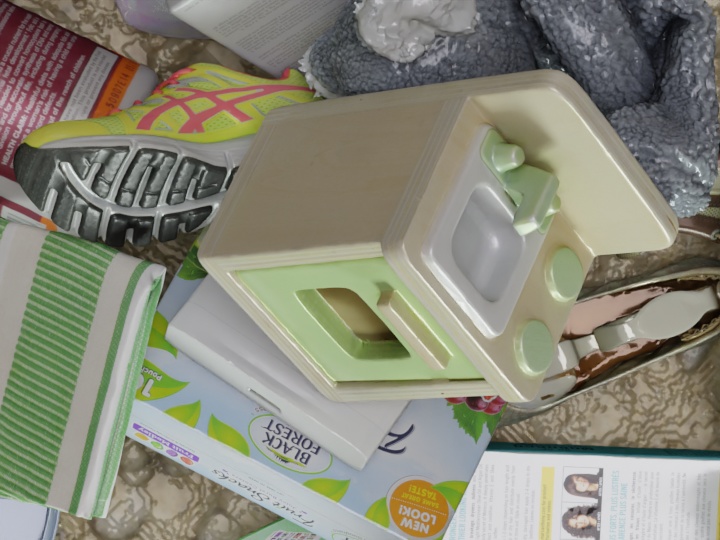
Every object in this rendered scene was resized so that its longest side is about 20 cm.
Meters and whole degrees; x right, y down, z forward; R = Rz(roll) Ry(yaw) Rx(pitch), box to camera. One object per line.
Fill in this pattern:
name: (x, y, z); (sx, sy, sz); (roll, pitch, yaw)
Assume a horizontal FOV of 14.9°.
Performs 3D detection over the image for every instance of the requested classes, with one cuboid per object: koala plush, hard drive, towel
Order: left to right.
towel: (-0.204, 0.047, 1.526); (0.200, 0.023, 0.153); (12, 88, 33)
hard drive: (0.000, 0.000, 1.540); (0.132, 0.027, 0.200); (33, 61, 7)
koala plush: (0.074, -0.118, 1.472); (0.199, 0.177, 0.184); (2, 85, -12)

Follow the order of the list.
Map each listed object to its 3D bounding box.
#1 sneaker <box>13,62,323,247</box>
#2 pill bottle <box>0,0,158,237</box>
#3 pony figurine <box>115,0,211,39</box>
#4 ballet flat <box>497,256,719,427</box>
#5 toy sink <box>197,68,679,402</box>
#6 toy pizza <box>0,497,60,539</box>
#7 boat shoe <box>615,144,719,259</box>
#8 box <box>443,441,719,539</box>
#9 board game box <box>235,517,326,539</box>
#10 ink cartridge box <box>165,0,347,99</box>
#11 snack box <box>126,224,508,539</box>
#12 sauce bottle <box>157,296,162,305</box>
sneaker: (-0.100, -0.072, 1.504); (0.200, 0.078, 0.090); (-3, 53, -30)
pill bottle: (-0.226, -0.104, 1.563); (0.200, 0.114, 0.114); (26, 89, -4)
pony figurine: (-0.138, -0.217, 1.547); (0.193, 0.200, 0.167); (-8, 84, -19)
ballet flat: (0.133, 0.039, 1.612); (0.200, 0.062, 0.068); (-23, 92, -3)
toy sink: (0.039, -0.010, 1.405); (0.130, 0.200, 0.112); (49, 52, -35)
toy pizza: (-0.274, 0.127, 1.604); (0.200, 0.032, 0.201); (0, 92, -4)
boat shoe: (0.156, -0.042, 1.609); (0.202, 0.075, 0.075); (7, 103, 1)
box: (0.120, 0.145, 1.618); (0.199, 0.049, 0.083); (3, 92, -3)
board game box: (-0.038, 0.213, 1.589); (0.200, 0.029, 0.135); (-26, 85, 12)
ink cartridge box: (0.002, -0.169, 1.532); (0.162, 0.200, 0.050); (-30, 65, 19)
snack box: (-0.024, 0.067, 1.545); (0.200, 0.053, 0.142); (27, 61, 2)
sauce bottle: (-0.153, 0.033, 1.595); (0.200, 0.065, 0.065); (25, 89, -2)
